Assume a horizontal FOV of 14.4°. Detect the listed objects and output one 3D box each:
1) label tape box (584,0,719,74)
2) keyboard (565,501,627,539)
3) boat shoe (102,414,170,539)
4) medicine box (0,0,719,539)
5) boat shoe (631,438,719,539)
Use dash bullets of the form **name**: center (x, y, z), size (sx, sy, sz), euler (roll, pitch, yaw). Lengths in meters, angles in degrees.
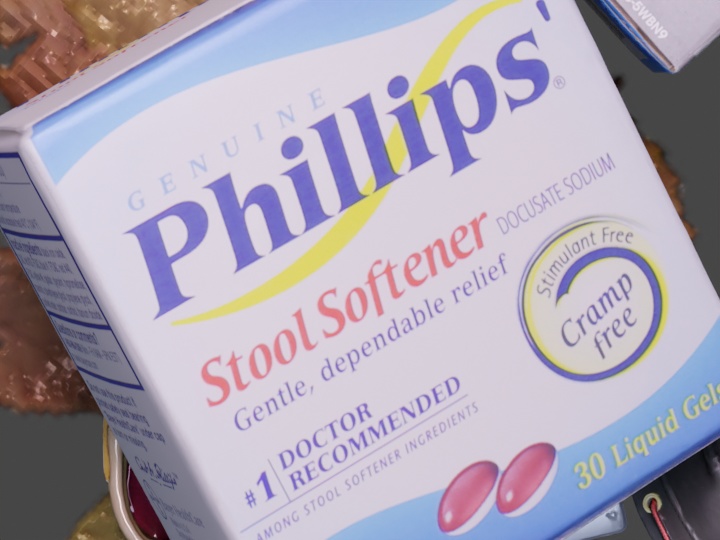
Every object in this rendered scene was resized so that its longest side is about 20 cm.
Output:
- **label tape box**: center (0.154, -0.153, 0.940), size (0.200, 0.144, 0.063), euler (-42, 91, 6)
- **keyboard**: center (0.046, 0.004, 1.028), size (0.056, 0.011, 0.201), euler (-14, 94, -1)
- **boat shoe**: center (-0.047, 0.008, 1.002), size (0.074, 0.069, 0.201), euler (10, 95, 3)
- **medicine box**: center (0.000, 0.000, 0.928), size (0.182, 0.103, 0.200), euler (-31, 102, -15)
- **boat shoe**: center (0.166, 0.136, 1.004), size (0.063, 0.074, 0.202), euler (-27, 99, 30)
